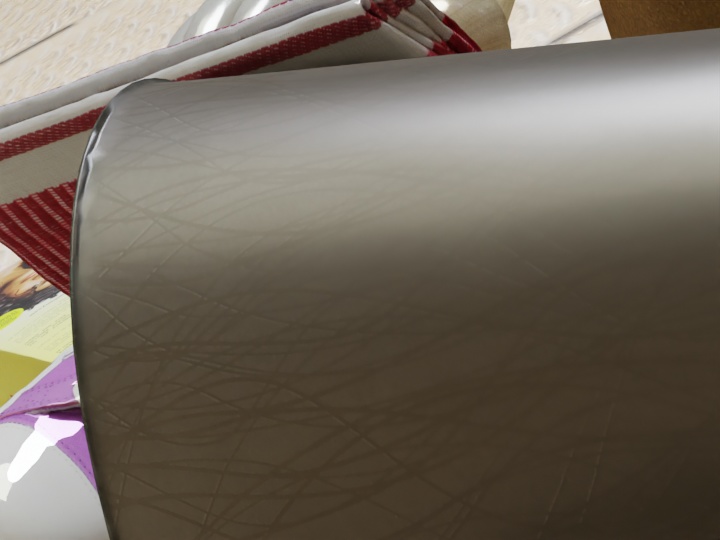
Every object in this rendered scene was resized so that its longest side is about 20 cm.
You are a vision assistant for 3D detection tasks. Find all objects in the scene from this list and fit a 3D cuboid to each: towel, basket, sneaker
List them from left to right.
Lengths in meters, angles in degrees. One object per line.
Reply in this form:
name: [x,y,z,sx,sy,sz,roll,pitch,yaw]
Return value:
sneaker: [-0.036,0.017,0.816,0.200,0.073,0.114,-36,-14,-36]
towel: [0.000,0.000,0.718,0.144,0.200,0.023,-18,51,28]
basket: [0.062,0.023,0.580,0.200,0.181,0.136,-13,3,24]

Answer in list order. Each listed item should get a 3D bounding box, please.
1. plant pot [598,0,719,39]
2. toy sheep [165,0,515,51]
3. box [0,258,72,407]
plant pot: [0.130,-0.106,0.708,0.186,0.200,0.187,-23,37,19]
toy sheep: [-0.016,-0.052,0.999,0.138,0.138,0.200,-40,6,-39]
box: [-0.096,0.030,1.006,0.075,0.050,0.200,-34,18,-22]
